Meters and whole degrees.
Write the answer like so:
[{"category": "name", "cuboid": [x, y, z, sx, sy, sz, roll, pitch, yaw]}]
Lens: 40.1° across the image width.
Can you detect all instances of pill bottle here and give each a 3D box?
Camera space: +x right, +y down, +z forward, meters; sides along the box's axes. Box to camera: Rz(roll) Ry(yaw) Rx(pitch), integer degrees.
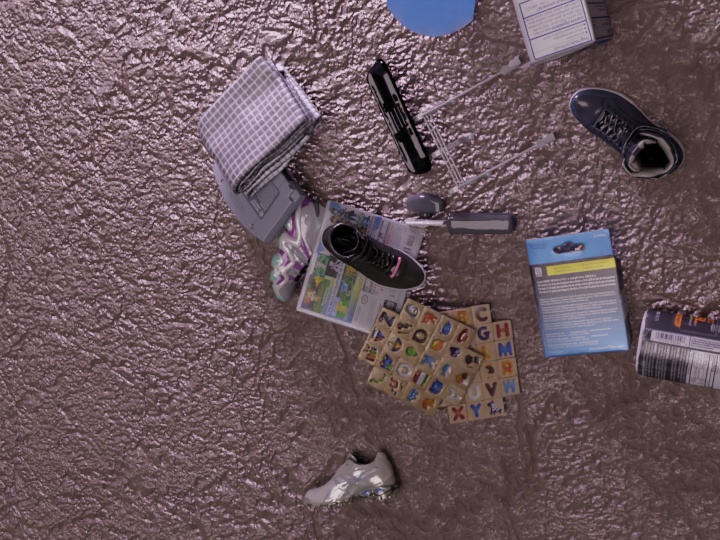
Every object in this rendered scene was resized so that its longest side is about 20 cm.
[{"category": "pill bottle", "cuboid": [0.538, 0.129, 1.543, 0.196, 0.106, 0.108, 10, 107, 20]}]

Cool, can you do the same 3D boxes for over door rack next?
[{"category": "over door rack", "cuboid": [0.204, -0.233, 1.620, 0.198, 0.067, 0.150, -27, 92, 13]}]

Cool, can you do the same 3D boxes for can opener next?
[{"category": "can opener", "cuboid": [0.166, -0.091, 1.674, 0.196, 0.053, 0.068, 6, 105, 21]}]

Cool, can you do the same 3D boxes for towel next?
[{"category": "towel", "cuboid": [-0.180, -0.253, 1.716, 0.200, 0.085, 0.167, -42, 63, 16]}]

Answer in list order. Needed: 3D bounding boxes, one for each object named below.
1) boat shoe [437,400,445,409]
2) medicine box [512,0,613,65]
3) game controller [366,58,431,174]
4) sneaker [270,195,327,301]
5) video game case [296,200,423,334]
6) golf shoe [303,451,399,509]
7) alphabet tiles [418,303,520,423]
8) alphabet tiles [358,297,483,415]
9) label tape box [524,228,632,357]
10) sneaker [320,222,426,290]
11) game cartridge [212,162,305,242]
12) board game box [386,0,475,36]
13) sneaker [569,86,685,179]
[{"category": "boat shoe", "cuboid": [0.104, 0.152, 1.760, 0.072, 0.072, 0.201, -41, 86, 13]}, {"category": "medicine box", "cuboid": [0.291, -0.421, 1.462, 0.101, 0.182, 0.204, -14, 98, 26]}, {"category": "game controller", "cuboid": [0.067, -0.255, 1.648, 0.042, 0.104, 0.203, -26, 94, -13]}, {"category": "sneaker", "cuboid": [-0.084, -0.027, 1.783, 0.138, 0.078, 0.204, 16, 110, 19]}, {"category": "video game case", "cuboid": [0.000, 0.000, 1.726, 0.179, 0.022, 0.204, 17, 91, 2]}, {"category": "golf shoe", "cuboid": [-0.023, 0.399, 1.884, 0.197, 0.078, 0.099, -15, 81, 20]}, {"category": "alphabet tiles", "cuboid": [0.190, 0.164, 1.722, 0.163, 0.006, 0.204, -9, 100, 3]}, {"category": "alphabet tiles", "cuboid": [0.105, 0.150, 1.707, 0.197, 0.006, 0.169, 26, 99, -3]}, {"category": "label tape box", "cuboid": [0.359, 0.033, 1.617, 0.142, 0.063, 0.204, -7, 101, 25]}, {"category": "sneaker", "cuboid": [0.021, -0.020, 1.665, 0.197, 0.099, 0.072, 26, 89, 0]}, {"category": "game cartridge", "cuboid": [-0.189, -0.154, 1.784, 0.134, 0.040, 0.201, -48, 61, 22]}, {"category": "board game box", "cuboid": [0.127, -0.483, 1.598, 0.156, 0.039, 0.204, 14, 104, 25]}, {"category": "sneaker", "cuboid": [0.397, -0.210, 1.494, 0.201, 0.146, 0.078, 34, 116, 13]}]
